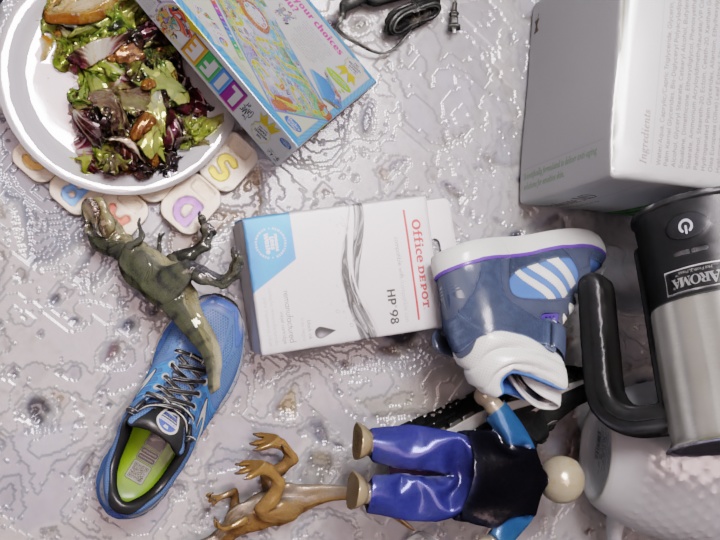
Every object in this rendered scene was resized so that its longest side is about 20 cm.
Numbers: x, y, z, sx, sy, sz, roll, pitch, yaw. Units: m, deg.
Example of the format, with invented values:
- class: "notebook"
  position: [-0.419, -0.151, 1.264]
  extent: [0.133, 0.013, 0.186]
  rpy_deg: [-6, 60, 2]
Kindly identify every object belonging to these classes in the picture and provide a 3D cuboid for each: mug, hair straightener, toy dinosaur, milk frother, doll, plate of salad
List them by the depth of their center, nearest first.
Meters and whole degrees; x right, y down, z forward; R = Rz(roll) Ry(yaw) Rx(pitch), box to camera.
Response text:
- class: "toy dinosaur"
  position: [-0.143, 0.002, 0.849]
  extent: [0.088, 0.047, 0.200]
  rpy_deg: [-39, 68, -11]
- class: "milk frother"
  position: [0.294, 0.054, 0.850]
  extent: [0.200, 0.180, 0.189]
  rpy_deg: [8, 70, -36]
- class: "plate of salad"
  position: [-0.194, -0.162, 0.858]
  extent: [0.199, 0.048, 0.201]
  rpy_deg: [1, 85, -15]
- class: "doll"
  position: [0.092, 0.163, 0.861]
  extent: [0.199, 0.048, 0.137]
  rpy_deg: [8, 79, -12]
- class: "toy dinosaur"
  position: [-0.063, 0.194, 0.893]
  extent: [0.199, 0.060, 0.106]
  rpy_deg: [-16, 115, -8]
- class: "mug"
  position: [0.286, 0.192, 0.926]
  extent: [0.175, 0.148, 0.201]
  rpy_deg: [7, 106, -5]
- class: "hair straightener"
  position: [0.067, -0.247, 0.937]
  extent: [0.200, 0.041, 0.077]
  rpy_deg: [-28, 94, -18]

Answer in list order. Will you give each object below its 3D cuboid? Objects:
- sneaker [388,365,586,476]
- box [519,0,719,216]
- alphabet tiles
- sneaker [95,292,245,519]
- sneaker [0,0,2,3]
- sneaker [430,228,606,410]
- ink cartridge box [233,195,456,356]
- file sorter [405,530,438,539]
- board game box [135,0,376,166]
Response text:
- class: "sneaker"
  position: [0.122, 0.152, 0.926]
  extent: [0.200, 0.076, 0.088]
  rpy_deg: [-22, 99, -4]
- class: "box"
  position: [0.253, -0.153, 0.897]
  extent: [0.171, 0.199, 0.201]
  rpy_deg: [6, 86, -12]
- class: "alphabet tiles"
  position: [-0.188, -0.128, 0.890]
  extent: [0.200, 0.015, 0.196]
  rpy_deg: [42, 80, -8]
- class: "sneaker"
  position: [-0.148, 0.112, 0.850]
  extent: [0.078, 0.089, 0.200]
  rpy_deg: [26, 80, -11]
- class: "sneaker"
  position: [-0.336, -0.149, 0.840]
  extent: [0.082, 0.070, 0.200]
  rpy_deg: [42, 78, -29]
- class: "sneaker"
  position: [0.151, 0.046, 0.891]
  extent: [0.200, 0.081, 0.147]
  rpy_deg: [-4, 71, -39]
- class: "ink cartridge box"
  position: [0.000, 0.000, 0.900]
  extent: [0.199, 0.067, 0.116]
  rpy_deg: [-9, 90, -13]
- class: "file sorter"
  position: [0.093, 0.329, 0.872]
  extent: [0.200, 0.139, 0.125]
  rpy_deg: [42, 77, -8]
- class: "board game box"
  position: [-0.090, -0.199, 0.870]
  extent: [0.200, 0.034, 0.134]
  rpy_deg: [50, 45, -6]
